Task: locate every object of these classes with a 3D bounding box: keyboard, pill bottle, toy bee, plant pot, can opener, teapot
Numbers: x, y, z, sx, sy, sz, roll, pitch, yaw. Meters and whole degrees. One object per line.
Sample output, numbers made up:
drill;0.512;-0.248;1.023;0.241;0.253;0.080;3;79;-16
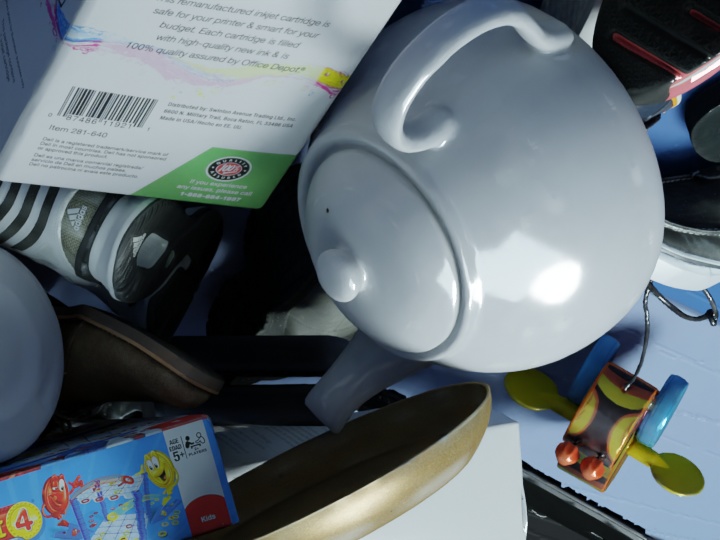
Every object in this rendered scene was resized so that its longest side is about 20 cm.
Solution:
keyboard;0.084;0.108;1.494;0.200;0.040;0.104;31;167;-12
pill bottle;-0.256;0.052;1.246;0.200;0.112;0.112;-10;155;39
toy bee;0.144;0.088;1.502;0.131;0.109;0.200;20;147;28
plant pot;-0.021;0.112;1.213;0.200;0.028;0.200;-26;-175;2
can opener;-0.083;0.063;1.358;0.200;0.053;0.067;-1;169;32
teapot;0.039;-0.030;1.177;0.146;0.200;0.197;-29;-165;-34

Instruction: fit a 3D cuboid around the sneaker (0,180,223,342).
sneaker;-0.143;-0.025;1.274;0.115;0.076;0.201;26;173;10

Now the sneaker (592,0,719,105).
sneaker;0.195;-0.150;1.176;0.200;0.074;0.087;-49;152;2

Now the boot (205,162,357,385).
boot;0.000;0.000;1.368;0.131;0.068;0.200;-5;152;-24

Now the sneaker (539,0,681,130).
sneaker;0.116;-0.090;1.264;0.079;0.078;0.200;8;138;-23

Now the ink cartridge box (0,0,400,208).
ink cartridge box;-0.075;-0.126;1.129;0.145;0.084;0.200;6;140;-29

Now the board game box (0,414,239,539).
board game box;-0.187;0.126;1.220;0.196;0.056;0.200;-16;-178;-23

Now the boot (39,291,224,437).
boot;-0.142;0.058;1.268;0.074;0.076;0.200;36;164;-34

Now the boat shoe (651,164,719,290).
boat shoe;0.215;-0.036;1.402;0.200;0.072;0.071;0;136;-40

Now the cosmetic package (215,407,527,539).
cosmetic package;-0.011;0.141;1.372;0.200;0.081;0.113;-5;101;-21

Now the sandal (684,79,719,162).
sandal;0.275;-0.104;1.336;0.200;0.048;0.075;-29;143;19
